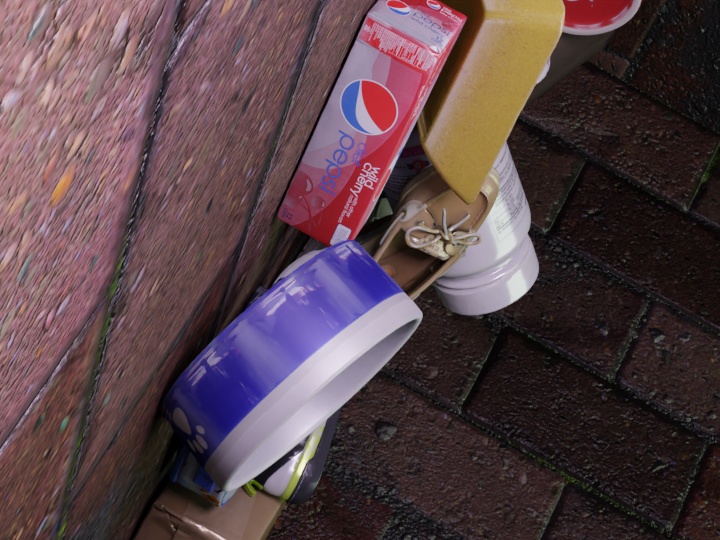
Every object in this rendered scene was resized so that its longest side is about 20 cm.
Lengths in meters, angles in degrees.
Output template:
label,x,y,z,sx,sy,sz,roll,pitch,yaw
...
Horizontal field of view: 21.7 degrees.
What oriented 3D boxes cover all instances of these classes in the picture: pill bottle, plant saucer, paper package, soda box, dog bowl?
label,x,y,z,sx,sy,sz,roll,pitch,yaw
pill bottle,0.081,-0.067,1.616,0.114,0.113,0.201,-58,136,-42
plant saucer,0.079,-0.189,1.441,0.201,0.048,0.201,115,-27,-45
paper package,-0.154,0.261,1.775,0.191,0.103,0.200,-61,178,28
soda box,0.007,-0.114,1.406,0.201,0.063,0.070,-63,176,37
dog bowl,-0.051,0.071,1.406,0.200,0.079,0.200,-41,172,-7

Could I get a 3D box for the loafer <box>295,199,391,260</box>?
label,x,y,z,sx,sy,sz,roll,pitch,yaw
loafer,0.001,-0.044,1.834,0.201,0.069,0.070,-58,177,-25

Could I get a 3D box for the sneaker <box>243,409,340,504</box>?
label,x,y,z,sx,sy,sz,roll,pitch,yaw
sneaker,-0.060,0.121,1.750,0.072,0.082,0.201,120,-12,-58

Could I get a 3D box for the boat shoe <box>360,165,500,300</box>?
label,x,y,z,sx,sy,sz,roll,pitch,yaw
boat shoe,0.048,-0.016,1.545,0.200,0.073,0.063,-49,-156,40

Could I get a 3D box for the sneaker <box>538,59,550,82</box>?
label,x,y,z,sx,sy,sz,roll,pitch,yaw
sneaker,0.116,-0.242,1.523,0.089,0.080,0.202,102,-13,-60

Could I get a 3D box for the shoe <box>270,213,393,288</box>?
label,x,y,z,sx,sy,sz,roll,pitch,yaw
shoe,0.000,0.000,1.740,0.199,0.072,0.091,-30,178,-12

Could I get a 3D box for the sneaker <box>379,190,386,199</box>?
label,x,y,z,sx,sy,sz,roll,pitch,yaw
sneaker,0.032,-0.097,1.693,0.078,0.091,0.200,-63,176,27

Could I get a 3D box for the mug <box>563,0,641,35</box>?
label,x,y,z,sx,sy,sz,roll,pitch,yaw
mug,0.191,-0.330,1.657,0.133,0.177,0.201,-20,-135,37

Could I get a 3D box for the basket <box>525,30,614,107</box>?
label,x,y,z,sx,sy,sz,roll,pitch,yaw
basket,0.117,-0.204,1.714,0.200,0.179,0.137,-45,125,-48

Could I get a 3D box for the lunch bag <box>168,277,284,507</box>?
label,x,y,z,sx,sy,sz,roll,pitch,yaw
lunch bag,-0.096,0.106,1.610,0.161,0.075,0.200,-56,175,-38
